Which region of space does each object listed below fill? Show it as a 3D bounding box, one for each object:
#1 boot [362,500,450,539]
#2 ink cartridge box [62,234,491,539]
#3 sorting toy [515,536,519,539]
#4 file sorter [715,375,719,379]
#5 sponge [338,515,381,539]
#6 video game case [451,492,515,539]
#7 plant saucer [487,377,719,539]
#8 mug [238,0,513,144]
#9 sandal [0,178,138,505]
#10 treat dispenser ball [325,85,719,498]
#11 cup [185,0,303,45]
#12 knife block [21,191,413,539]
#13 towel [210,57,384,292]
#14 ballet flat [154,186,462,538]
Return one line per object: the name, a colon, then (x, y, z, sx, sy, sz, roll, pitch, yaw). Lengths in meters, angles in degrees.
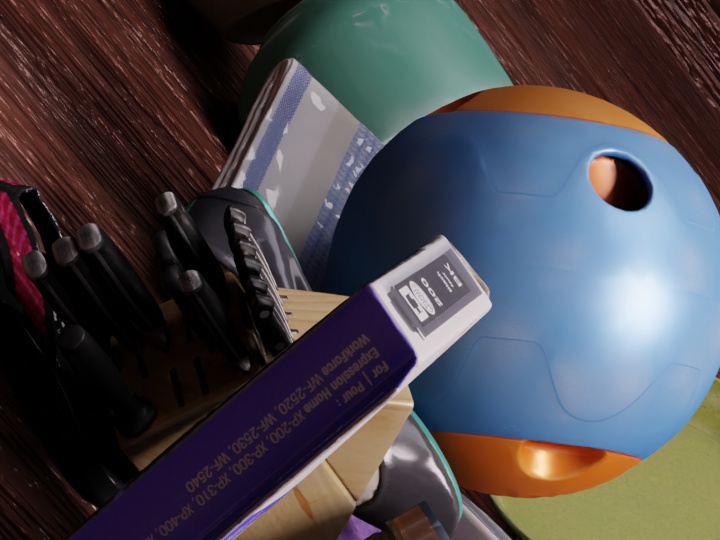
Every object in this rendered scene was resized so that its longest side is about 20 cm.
boot: (0.003, 0.167, 1.318, 0.075, 0.097, 0.200, 60, -7, 23)
ink cartridge box: (-0.048, 0.074, 1.090, 0.043, 0.198, 0.200, 49, 14, 1)
sorting toy: (0.139, 0.258, 1.616, 0.185, 0.036, 0.200, 51, 20, -19)
file sorter: (0.235, 0.171, 1.674, 0.139, 0.125, 0.201, 37, 42, -44)
sponge: (-0.024, 0.093, 1.451, 0.112, 0.030, 0.200, 52, 16, -12)
video game case: (0.106, 0.179, 1.464, 0.200, 0.023, 0.182, 43, -1, 39)
plant saucer: (0.154, 0.118, 1.576, 0.199, 0.031, 0.200, 9, 37, -7)
mug: (-0.004, -0.092, 1.723, 0.152, 0.185, 0.115, -12, 63, -48)
sandal: (-0.139, 0.007, 1.238, 0.200, 0.045, 0.075, 56, 16, 1)
treat dispenser ball: (0.082, 0.010, 1.424, 0.201, 0.201, 0.201, 50, 16, -20)
cup: (-0.052, -0.221, 1.765, 0.200, 0.200, 0.144, 11, 62, -70)
knife block: (-0.077, 0.058, 1.233, 0.175, 0.200, 0.064, 7, 43, -26)
towel: (0.000, 0.000, 1.513, 0.200, 0.024, 0.147, 45, 45, -24)
ballet flat: (-0.031, 0.055, 1.356, 0.200, 0.073, 0.073, 57, 15, 0)
